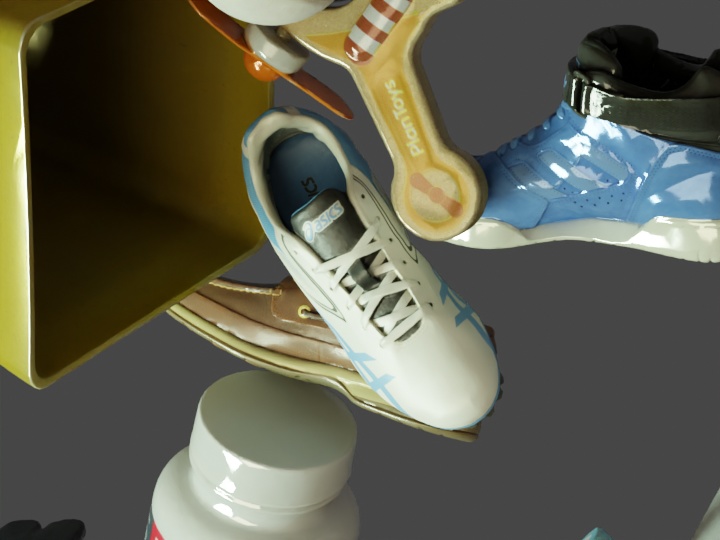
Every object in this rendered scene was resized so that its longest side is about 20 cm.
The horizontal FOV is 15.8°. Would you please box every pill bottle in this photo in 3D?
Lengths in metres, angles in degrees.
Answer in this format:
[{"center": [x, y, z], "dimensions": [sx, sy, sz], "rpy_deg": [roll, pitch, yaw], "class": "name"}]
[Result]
[{"center": [-0.065, 0.162, 1.466], "dimensions": [0.119, 0.120, 0.201], "rpy_deg": [22, 124, 14], "class": "pill bottle"}]

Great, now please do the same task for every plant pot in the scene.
[{"center": [-0.173, -0.090, 1.347], "dimensions": [0.176, 0.200, 0.201], "rpy_deg": [20, 124, 29], "class": "plant pot"}]

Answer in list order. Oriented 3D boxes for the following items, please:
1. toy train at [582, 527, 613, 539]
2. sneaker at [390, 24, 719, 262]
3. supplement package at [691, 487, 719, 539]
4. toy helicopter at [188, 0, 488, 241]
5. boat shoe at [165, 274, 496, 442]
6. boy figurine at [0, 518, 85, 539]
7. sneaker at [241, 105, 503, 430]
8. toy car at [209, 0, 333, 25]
[{"center": [0.172, 0.215, 1.361], "dimensions": [0.200, 0.150, 0.056], "rpy_deg": [44, 92, -6], "class": "toy train"}, {"center": [0.104, -0.070, 1.282], "dimensions": [0.199, 0.077, 0.112], "rpy_deg": [7, 115, 30], "class": "sneaker"}, {"center": [0.274, 0.178, 1.310], "dimensions": [0.200, 0.110, 0.114], "rpy_deg": [47, 127, -4], "class": "supplement package"}, {"center": [0.000, -0.106, 1.269], "dimensions": [0.132, 0.079, 0.201], "rpy_deg": [-23, 89, 19], "class": "toy helicopter"}, {"center": [-0.016, 0.031, 1.409], "dimensions": [0.199, 0.072, 0.068], "rpy_deg": [20, 90, 21], "class": "boat shoe"}, {"center": [-0.173, 0.254, 1.605], "dimensions": [0.124, 0.064, 0.201], "rpy_deg": [-7, 114, 29], "class": "boy figurine"}, {"center": [0.000, 0.000, 1.335], "dimensions": [0.072, 0.072, 0.200], "rpy_deg": [-39, 71, 10], "class": "sneaker"}, {"center": [-0.049, -0.224, 1.147], "dimensions": [0.149, 0.201, 0.175], "rpy_deg": [16, 129, -36], "class": "toy car"}]
